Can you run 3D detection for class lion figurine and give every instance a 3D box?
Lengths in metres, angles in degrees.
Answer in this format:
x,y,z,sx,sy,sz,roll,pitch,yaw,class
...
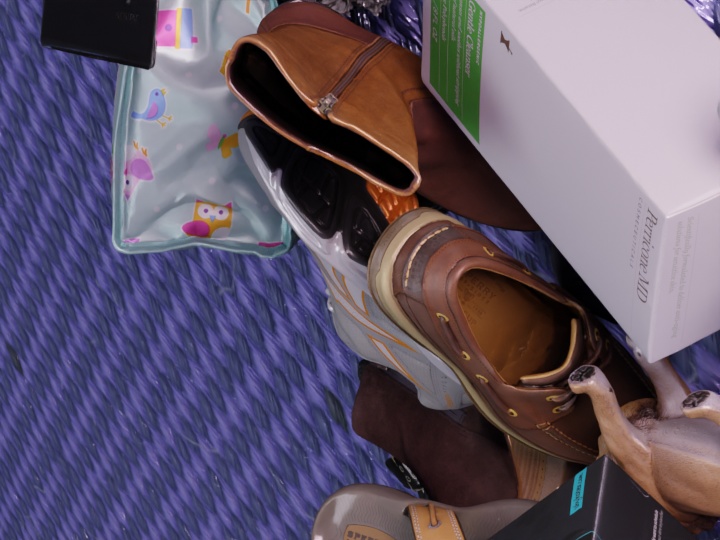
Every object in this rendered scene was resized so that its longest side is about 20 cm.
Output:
x,y,z,sx,sy,sz,roll,pitch,yaw,class
0.173,0.091,1.419,0.200,0.072,0.123,18,142,59,lion figurine

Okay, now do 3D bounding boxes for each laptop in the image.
x,y,z,sx,sy,sz,roll,pitch,yaw,class
-0.083,-0.210,1.557,0.116,0.200,0.187,62,163,-19,laptop

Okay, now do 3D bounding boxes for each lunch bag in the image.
x,y,z,sx,sy,sz,roll,pitch,yaw,class
-0.074,-0.116,1.664,0.170,0.121,0.201,-52,-37,-81,lunch bag

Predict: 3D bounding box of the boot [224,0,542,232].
x,y,z,sx,sy,sz,roll,pitch,yaw,class
0.027,-0.067,1.430,0.188,0.069,0.200,39,-172,-5,boot

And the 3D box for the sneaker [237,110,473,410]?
x,y,z,sx,sy,sz,roll,pitch,yaw,class
0.000,0.000,1.557,0.200,0.076,0.092,48,142,-4,sneaker

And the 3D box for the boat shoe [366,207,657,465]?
x,y,z,sx,sy,sz,roll,pitch,yaw,class
0.088,0.044,1.487,0.200,0.072,0.067,38,172,-33,boat shoe

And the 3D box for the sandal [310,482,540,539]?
x,y,z,sx,sy,sz,roll,pitch,yaw,class
0.035,0.145,1.550,0.200,0.054,0.082,13,87,48,sandal

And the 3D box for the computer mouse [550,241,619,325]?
x,y,z,sx,sy,sz,roll,pitch,yaw,class
0.140,0.004,1.453,0.200,0.034,0.059,4,117,69,computer mouse

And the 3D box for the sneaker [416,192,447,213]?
x,y,z,sx,sy,sz,roll,pitch,yaw,class
0.018,-0.072,1.630,0.089,0.074,0.200,61,161,6,sneaker

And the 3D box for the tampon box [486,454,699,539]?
x,y,z,sx,sy,sz,roll,pitch,yaw,class
0.081,0.217,1.418,0.126,0.200,0.150,42,-151,-16,tampon box

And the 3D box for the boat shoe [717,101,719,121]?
x,y,z,sx,sy,sz,roll,pitch,yaw,class
0.197,0.009,1.244,0.071,0.070,0.201,18,130,65,boat shoe

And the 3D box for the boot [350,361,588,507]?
x,y,z,sx,sy,sz,roll,pitch,yaw,class
0.056,0.112,1.633,0.166,0.072,0.201,18,91,48,boot

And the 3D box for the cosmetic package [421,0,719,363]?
x,y,z,sx,sy,sz,roll,pitch,yaw,class
0.113,-0.072,1.353,0.200,0.085,0.108,54,158,35,cosmetic package

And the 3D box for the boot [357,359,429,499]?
x,y,z,sx,sy,sz,roll,pitch,yaw,class
0.072,0.108,1.704,0.211,0.079,0.159,-10,97,63,boot

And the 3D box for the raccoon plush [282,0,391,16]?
x,y,z,sx,sy,sz,roll,pitch,yaw,class
-0.021,-0.225,1.528,0.200,0.096,0.134,56,152,26,raccoon plush
